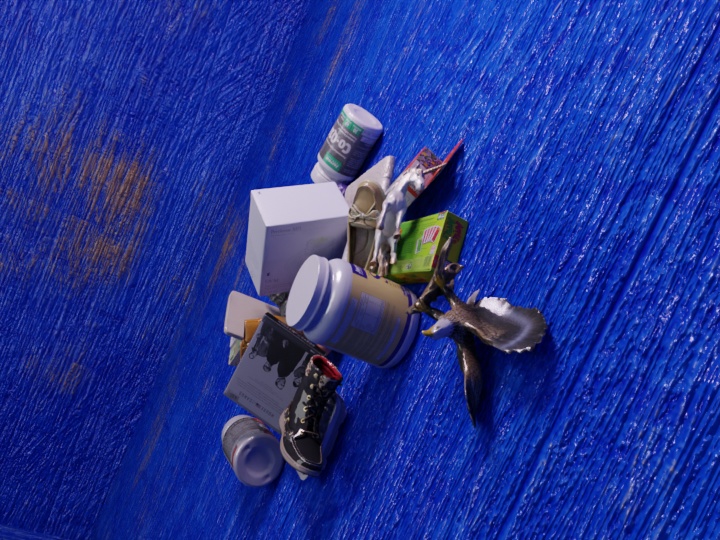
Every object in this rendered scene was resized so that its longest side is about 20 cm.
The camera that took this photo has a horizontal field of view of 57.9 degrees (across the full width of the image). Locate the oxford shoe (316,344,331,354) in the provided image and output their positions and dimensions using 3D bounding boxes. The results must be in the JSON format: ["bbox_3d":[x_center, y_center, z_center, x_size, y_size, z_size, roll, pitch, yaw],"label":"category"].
[{"bbox_3d":[-0.075,0.121,1.403,0.072,0.072,0.200,-39,20,-3],"label":"oxford shoe"}]

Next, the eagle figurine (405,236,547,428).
[{"bbox_3d":[0.144,0.086,0.864,0.200,0.149,0.154,46,159,35],"label":"eagle figurine"}]

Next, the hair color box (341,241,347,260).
[{"bbox_3d":[0.000,0.000,1.321,0.098,0.060,0.205,-16,54,63],"label":"hair color box"}]

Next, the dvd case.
[{"bbox_3d":[-0.176,0.210,1.320,0.203,0.148,0.025,-60,-7,17],"label":"dvd case"}]

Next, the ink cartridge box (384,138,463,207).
[{"bbox_3d":[0.100,-0.171,1.206,0.200,0.050,0.109,-47,5,43],"label":"ink cartridge box"}]

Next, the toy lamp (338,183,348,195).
[{"bbox_3d":[-0.081,-0.123,1.631,0.203,0.057,0.059,-61,23,23],"label":"toy lamp"}]

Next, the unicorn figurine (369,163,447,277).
[{"bbox_3d":[0.060,-0.091,1.114,0.201,0.073,0.139,-54,15,43],"label":"unicorn figurine"}]

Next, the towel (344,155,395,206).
[{"bbox_3d":[0.009,-0.157,1.421,0.199,0.034,0.136,-31,44,55],"label":"towel"}]

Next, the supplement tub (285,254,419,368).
[{"bbox_3d":[-0.014,0.069,1.104,0.146,0.197,0.148,-48,29,38],"label":"supplement tub"}]

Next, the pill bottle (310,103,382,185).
[{"bbox_3d":[-0.038,-0.296,1.611,0.202,0.111,0.114,-57,24,26],"label":"pill bottle"}]

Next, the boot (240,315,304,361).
[{"bbox_3d":[-0.185,0.196,1.386,0.071,0.140,0.207,-146,52,-73],"label":"boot"}]

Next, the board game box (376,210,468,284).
[{"bbox_3d":[0.102,-0.034,1.131,0.199,0.047,0.104,-8,62,65],"label":"board game box"}]

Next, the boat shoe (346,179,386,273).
[{"bbox_3d":[0.006,-0.063,1.198,0.063,0.072,0.206,-31,-47,-61],"label":"boat shoe"}]

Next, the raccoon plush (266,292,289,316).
[{"bbox_3d":[-0.168,0.103,1.516,0.097,0.132,0.203,-48,29,36],"label":"raccoon plush"}]

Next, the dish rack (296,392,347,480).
[{"bbox_3d":[-0.088,0.299,1.272,0.175,0.043,0.200,-67,22,2],"label":"dish rack"}]

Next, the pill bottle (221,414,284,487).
[{"bbox_3d":[-0.248,0.397,1.463,0.199,0.112,0.116,9,78,67],"label":"pill bottle"}]

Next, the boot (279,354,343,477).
[{"bbox_3d":[-0.085,0.255,1.166,0.153,0.072,0.200,-64,18,10],"label":"boot"}]

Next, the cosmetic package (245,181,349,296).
[{"bbox_3d":[-0.138,-0.069,1.419,0.203,0.195,0.124,103,148,-41],"label":"cosmetic package"}]

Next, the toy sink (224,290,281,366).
[{"bbox_3d":[-0.251,0.162,1.572,0.112,0.197,0.132,-50,29,35],"label":"toy sink"}]
